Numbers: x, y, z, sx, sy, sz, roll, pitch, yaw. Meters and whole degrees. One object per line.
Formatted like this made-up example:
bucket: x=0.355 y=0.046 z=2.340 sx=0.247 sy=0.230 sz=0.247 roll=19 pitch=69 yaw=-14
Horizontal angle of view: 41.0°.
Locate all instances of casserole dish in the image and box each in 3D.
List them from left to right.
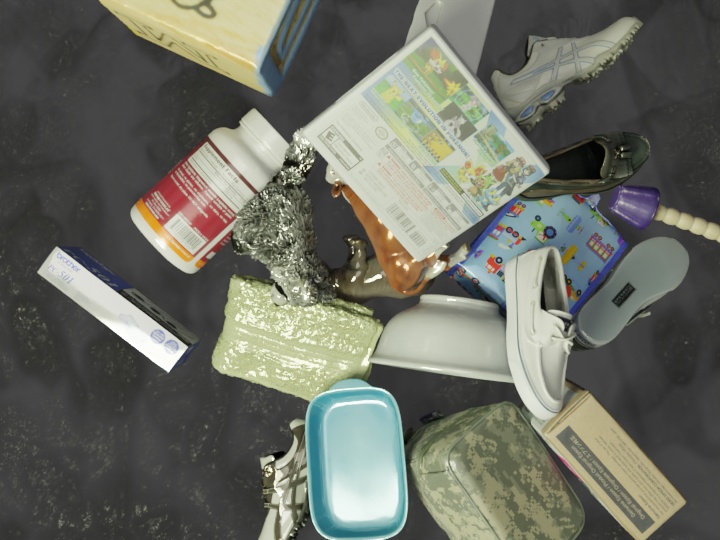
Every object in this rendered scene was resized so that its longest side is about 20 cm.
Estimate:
casserole dish: x=-0.002 y=0.231 z=1.156 sx=0.121 sy=0.039 sz=0.200 roll=-7 pitch=79 yaw=14

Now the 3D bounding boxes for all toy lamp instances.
toy lamp: x=0.410 y=-0.059 z=1.203 sx=0.200 sy=0.058 sz=0.058 roll=18 pitch=91 yaw=-2

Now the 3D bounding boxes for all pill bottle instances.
pill bottle: x=-0.175 y=-0.100 z=1.185 sx=0.200 sy=0.113 sz=0.113 roll=-43 pitch=91 yaw=1

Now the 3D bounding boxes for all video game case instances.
video game case: x=0.069 y=-0.129 z=1.028 sx=0.182 sy=0.022 sz=0.200 roll=-35 pitch=108 yaw=24

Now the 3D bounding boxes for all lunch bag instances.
lunch bag: x=0.144 y=0.267 z=1.167 sx=0.139 sy=0.168 sz=0.200 roll=-36 pitch=93 yaw=-33
lunch bag: x=0.231 y=-0.026 z=1.203 sx=0.151 sy=0.094 sz=0.200 roll=42 pitch=82 yaw=2

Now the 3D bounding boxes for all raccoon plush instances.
raccoon plush: x=-0.067 y=-0.050 z=1.124 sx=0.134 sy=0.097 sz=0.200 roll=36 pitch=121 yaw=22

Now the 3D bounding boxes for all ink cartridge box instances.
ink cartridge box: x=-0.297 y=0.046 z=1.198 sx=0.200 sy=0.094 sz=0.044 roll=37 pitch=91 yaw=-1
ink cartridge box: x=0.085 y=-0.221 z=1.116 sx=0.084 sy=0.200 sz=0.145 roll=16 pitch=62 yaw=0
ink cartridge box: x=0.278 y=0.214 z=1.143 sx=0.075 sy=0.200 sz=0.165 roll=-43 pitch=90 yaw=1

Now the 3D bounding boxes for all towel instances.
towel: x=-0.081 y=0.091 z=1.201 sx=0.200 sy=0.036 sz=0.148 roll=18 pitch=111 yaw=4

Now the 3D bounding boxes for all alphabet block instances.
alphabet block: x=-0.161 y=-0.343 z=1.139 sx=0.200 sy=0.196 sz=0.195 roll=24 pitch=90 yaw=0

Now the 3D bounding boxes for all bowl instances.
bowl: x=0.114 y=0.080 z=1.149 sx=0.201 sy=0.201 sz=0.090 roll=8 pitch=83 yaw=0

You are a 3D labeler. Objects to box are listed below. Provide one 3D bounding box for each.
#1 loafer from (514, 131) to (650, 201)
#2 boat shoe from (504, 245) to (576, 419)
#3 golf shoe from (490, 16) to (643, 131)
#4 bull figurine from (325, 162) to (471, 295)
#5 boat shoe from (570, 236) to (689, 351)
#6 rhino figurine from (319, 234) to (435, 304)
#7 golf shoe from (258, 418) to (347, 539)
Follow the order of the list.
loafer: x=0.277 y=-0.129 z=1.179 sx=0.200 sy=0.063 sz=0.072 roll=-16 pitch=85 yaw=-18
boat shoe: x=0.206 y=0.064 z=1.079 sx=0.074 sy=0.065 sz=0.200 roll=15 pitch=59 yaw=-40
golf shoe: x=0.254 y=-0.268 z=1.199 sx=0.200 sy=0.078 sz=0.097 roll=-37 pitch=85 yaw=0
bull figurine: x=0.041 y=-0.069 z=1.133 sx=0.121 sy=0.065 sz=0.200 roll=-19 pitch=105 yaw=32
boat shoe: x=0.331 y=0.034 z=1.205 sx=0.074 sy=0.068 sz=0.199 roll=43 pitch=67 yaw=6
rhino figurine: x=0.000 y=0.000 z=1.211 sx=0.200 sy=0.060 sz=0.088 roll=-8 pitch=101 yaw=4
golf shoe: x=-0.097 y=0.281 z=1.215 sx=0.094 sy=0.078 sz=0.200 roll=31 pitch=81 yaw=3
